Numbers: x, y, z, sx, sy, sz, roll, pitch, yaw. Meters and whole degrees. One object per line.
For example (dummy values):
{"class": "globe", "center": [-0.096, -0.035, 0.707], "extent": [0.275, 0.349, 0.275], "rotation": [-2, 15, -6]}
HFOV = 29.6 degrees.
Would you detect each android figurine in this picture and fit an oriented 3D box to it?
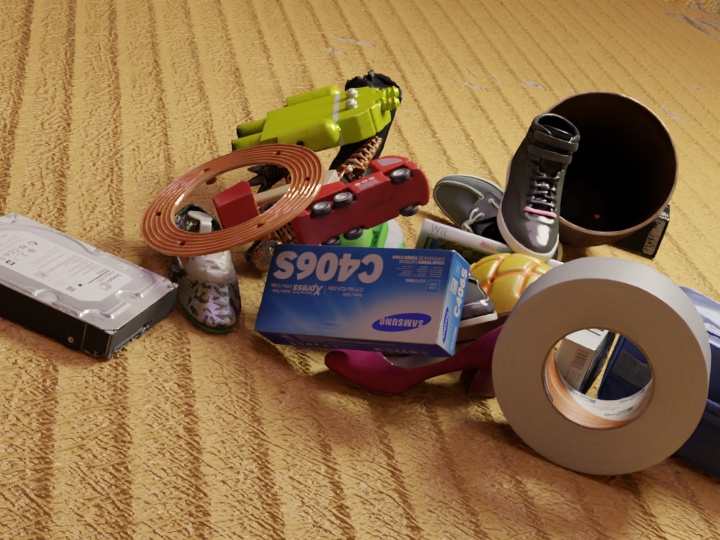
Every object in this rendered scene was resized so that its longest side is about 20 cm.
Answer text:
{"class": "android figurine", "center": [-0.050, -0.173, 1.584], "extent": [0.200, 0.041, 0.182], "rotation": [-15, 21, 9]}

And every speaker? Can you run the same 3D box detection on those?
{"class": "speaker", "center": [0.000, 0.000, 1.472], "extent": [0.088, 0.089, 0.200], "rotation": [17, 24, 0]}

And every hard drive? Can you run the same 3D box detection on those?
{"class": "hard drive", "center": [-0.294, 0.011, 1.316], "extent": [0.200, 0.038, 0.140], "rotation": [24, 26, 12]}

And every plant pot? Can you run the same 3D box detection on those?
{"class": "plant pot", "center": [0.289, -0.104, 1.744], "extent": [0.187, 0.187, 0.200], "rotation": [18, -16, 3]}

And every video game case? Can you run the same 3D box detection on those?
{"class": "video game case", "center": [0.162, -0.008, 1.584], "extent": [0.200, 0.018, 0.143], "rotation": [18, -10, 2]}

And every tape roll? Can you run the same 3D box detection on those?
{"class": "tape roll", "center": [0.228, 0.090, 1.291], "extent": [0.200, 0.201, 0.066], "rotation": [21, 24, 10]}

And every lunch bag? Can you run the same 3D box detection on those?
{"class": "lunch bag", "center": [0.351, 0.120, 1.386], "extent": [0.200, 0.136, 0.132], "rotation": [28, 27, 20]}

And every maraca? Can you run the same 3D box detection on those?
{"class": "maraca", "center": [0.149, 0.033, 1.483], "extent": [0.137, 0.107, 0.200], "rotation": [-14, 16, -28]}

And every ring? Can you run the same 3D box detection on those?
{"class": "ring", "center": [-0.130, -0.070, 1.404], "extent": [0.200, 0.019, 0.201], "rotation": [-15, 32, 10]}

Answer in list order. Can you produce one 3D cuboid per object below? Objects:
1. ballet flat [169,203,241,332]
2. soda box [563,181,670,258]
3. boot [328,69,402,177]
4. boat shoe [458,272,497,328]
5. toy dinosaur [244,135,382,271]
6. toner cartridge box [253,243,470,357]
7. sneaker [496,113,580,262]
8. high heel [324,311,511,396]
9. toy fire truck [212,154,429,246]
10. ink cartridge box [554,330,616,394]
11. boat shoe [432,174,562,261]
{"class": "ballet flat", "center": [-0.164, -0.013, 1.413], "extent": [0.072, 0.072, 0.200], "rotation": [7, 27, -21]}
{"class": "soda box", "center": [0.325, -0.086, 1.891], "extent": [0.200, 0.063, 0.071], "rotation": [20, 24, 5]}
{"class": "boot", "center": [-0.008, -0.150, 1.684], "extent": [0.076, 0.168, 0.200], "rotation": [18, 25, 1]}
{"class": "boat shoe", "center": [0.081, 0.018, 1.377], "extent": [0.073, 0.063, 0.200], "rotation": [-10, 10, -13]}
{"class": "toy dinosaur", "center": [-0.052, -0.074, 1.536], "extent": [0.200, 0.102, 0.136], "rotation": [-24, 21, -23]}
{"class": "toner cartridge box", "center": [0.000, 0.027, 1.315], "extent": [0.200, 0.095, 0.043], "rotation": [2, -20, 29]}
{"class": "sneaker", "center": [0.204, -0.102, 1.542], "extent": [0.071, 0.099, 0.200], "rotation": [16, 43, -7]}
{"class": "high heel", "center": [0.065, 0.070, 1.351], "extent": [0.200, 0.096, 0.067], "rotation": [5, 28, -26]}
{"class": "toy fire truck", "center": [-0.042, -0.074, 1.432], "extent": [0.200, 0.049, 0.141], "rotation": [-24, 29, -14]}
{"class": "ink cartridge box", "center": [0.238, 0.083, 1.435], "extent": [0.039, 0.100, 0.200], "rotation": [24, 26, 14]}
{"class": "boat shoe", "center": [0.163, -0.062, 1.726], "extent": [0.200, 0.073, 0.062], "rotation": [37, 27, 27]}
